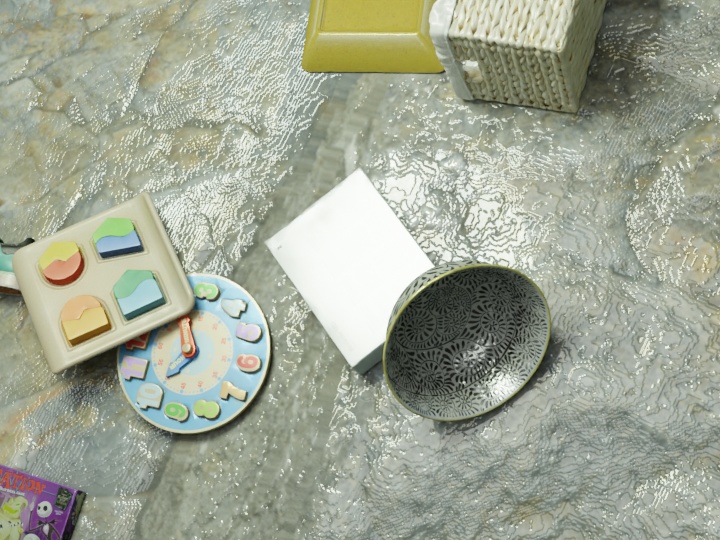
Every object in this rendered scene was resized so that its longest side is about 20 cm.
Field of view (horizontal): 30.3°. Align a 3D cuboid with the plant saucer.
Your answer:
[{"bbox_3d":[0.023,-0.355,1.699,0.198,0.048,0.201,3,75,18],"label":"plant saucer"}]

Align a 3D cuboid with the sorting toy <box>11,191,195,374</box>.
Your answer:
[{"bbox_3d":[-0.325,0.010,1.658,0.199,0.037,0.186,-27,63,-3],"label":"sorting toy"}]

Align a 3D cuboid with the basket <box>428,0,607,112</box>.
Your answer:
[{"bbox_3d":[0.192,-0.311,1.556,0.160,0.198,0.201,14,78,18],"label":"basket"}]

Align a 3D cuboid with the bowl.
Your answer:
[{"bbox_3d":[0.104,0.061,1.500,0.200,0.201,0.094,-39,34,2],"label":"bowl"}]

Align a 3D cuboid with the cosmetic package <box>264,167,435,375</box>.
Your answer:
[{"bbox_3d":[0.000,0.000,1.598,0.150,0.052,0.200,-36,68,1],"label":"cosmetic package"}]

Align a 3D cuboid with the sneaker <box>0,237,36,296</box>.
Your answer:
[{"bbox_3d":[-0.515,-0.020,1.751,0.199,0.071,0.080,10,76,11],"label":"sneaker"}]

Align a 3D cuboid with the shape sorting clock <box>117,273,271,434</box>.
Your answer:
[{"bbox_3d":[-0.207,0.100,1.636,0.198,0.039,0.202,-5,73,16],"label":"shape sorting clock"}]

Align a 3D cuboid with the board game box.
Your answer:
[{"bbox_3d":[-0.449,0.305,1.655,0.199,0.032,0.121,13,74,20],"label":"board game box"}]
